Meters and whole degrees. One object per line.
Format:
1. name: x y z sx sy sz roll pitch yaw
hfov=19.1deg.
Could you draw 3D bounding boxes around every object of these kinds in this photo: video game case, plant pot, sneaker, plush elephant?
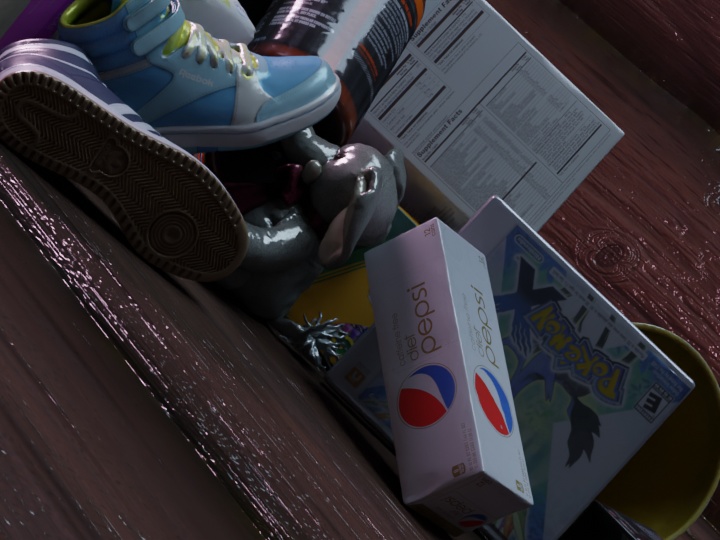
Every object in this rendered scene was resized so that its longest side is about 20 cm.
1. video game case: 0.106 0.079 1.521 0.200 0.182 0.022 43 -6 1
2. plant pot: 0.199 0.139 1.866 0.200 0.200 0.142 42 -10 -19
3. sneaker: -0.157 -0.077 1.375 0.200 0.070 0.109 38 8 -25
4. sneaker: -0.112 -0.150 1.442 0.080 0.199 0.131 -124 -154 -59
5. plush elephant: -0.045 -0.047 1.523 0.200 0.155 0.165 43 5 -1

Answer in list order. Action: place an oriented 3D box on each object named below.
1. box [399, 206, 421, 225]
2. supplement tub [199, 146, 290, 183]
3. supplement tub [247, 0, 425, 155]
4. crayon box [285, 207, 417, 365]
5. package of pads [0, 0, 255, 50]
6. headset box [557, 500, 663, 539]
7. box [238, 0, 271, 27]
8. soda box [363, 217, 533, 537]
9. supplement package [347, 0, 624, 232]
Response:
1. box: 0.000 0.000 1.715 0.041 0.119 0.200 46 6 28
2. supplement tub: -0.078 -0.089 1.754 0.107 0.107 0.200 43 -6 -5
3. supplement tub: -0.016 -0.185 1.628 0.106 0.200 0.107 20 -36 15
4. crayon box: 0.046 0.055 1.589 0.200 0.119 0.058 45 -1 17
5. package of pads: -0.184 -0.176 1.506 0.200 0.155 0.068 38 7 -48
6. headset box: 0.226 0.258 1.590 0.149 0.075 0.200 45 5 25
7. box: -0.146 -0.198 1.669 0.079 0.201 0.141 18 19 -35
8. soda box: 0.057 0.070 1.424 0.068 0.063 0.201 37 35 -47
9. supplement package: 0.086 -0.117 1.803 0.200 0.151 0.152 43 -13 -1
